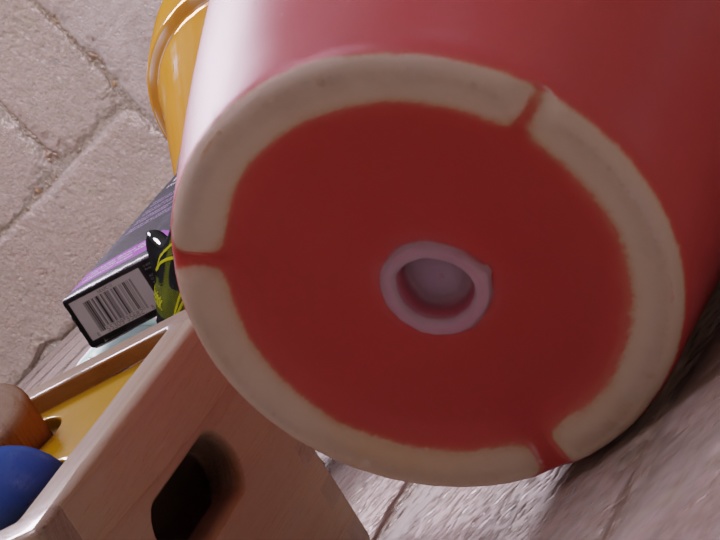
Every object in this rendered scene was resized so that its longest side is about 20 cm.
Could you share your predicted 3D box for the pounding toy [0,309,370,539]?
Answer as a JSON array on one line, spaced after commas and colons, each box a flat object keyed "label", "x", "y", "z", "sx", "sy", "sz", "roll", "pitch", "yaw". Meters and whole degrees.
[{"label": "pounding toy", "x": -0.119, "y": 0.091, "z": 0.808, "sx": 0.183, "sy": 0.143, "sz": 0.200, "roll": -27, "pitch": 14, "yaw": 26}]

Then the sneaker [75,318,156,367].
[{"label": "sneaker", "x": -0.133, "y": 0.085, "z": 1.426, "sx": 0.118, "sy": 0.073, "sz": 0.201, "roll": -48, "pitch": 12, "yaw": 47}]

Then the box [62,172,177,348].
[{"label": "box", "x": -0.059, "y": -0.043, "z": 1.317, "sx": 0.142, "sy": 0.036, "sz": 0.200, "roll": -27, "pitch": 14, "yaw": 28}]

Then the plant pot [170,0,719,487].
[{"label": "plant pot", "x": 0.035, "y": -0.046, "z": 0.728, "sx": 0.200, "sy": 0.200, "sz": 0.178, "roll": -41, "pitch": 17, "yaw": 34}]

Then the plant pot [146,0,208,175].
[{"label": "plant pot", "x": -0.066, "y": -0.116, "z": 1.843, "sx": 0.200, "sy": 0.200, "sz": 0.184, "roll": -42, "pitch": 22, "yaw": 27}]

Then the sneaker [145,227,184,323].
[{"label": "sneaker", "x": -0.035, "y": -0.019, "z": 1.010, "sx": 0.074, "sy": 0.085, "sz": 0.200, "roll": -7, "pitch": -24, "yaw": -41}]

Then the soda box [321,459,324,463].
[{"label": "soda box", "x": -0.106, "y": 0.121, "z": 1.047, "sx": 0.200, "sy": 0.068, "sz": 0.064, "roll": -41, "pitch": 8, "yaw": 39}]
